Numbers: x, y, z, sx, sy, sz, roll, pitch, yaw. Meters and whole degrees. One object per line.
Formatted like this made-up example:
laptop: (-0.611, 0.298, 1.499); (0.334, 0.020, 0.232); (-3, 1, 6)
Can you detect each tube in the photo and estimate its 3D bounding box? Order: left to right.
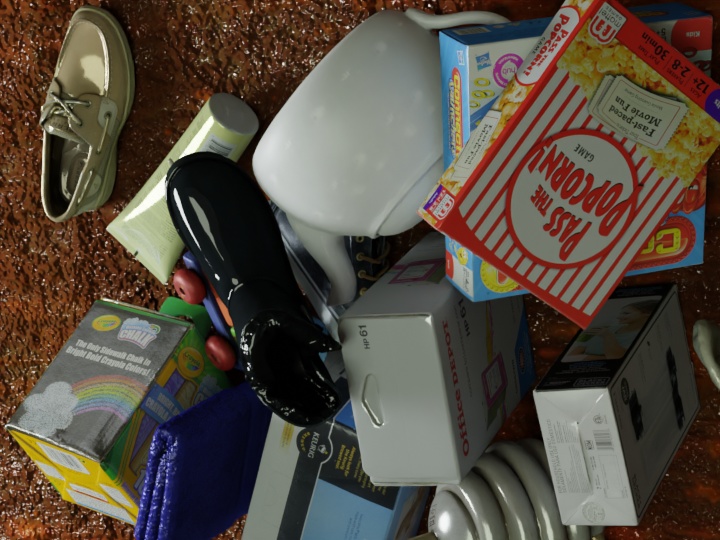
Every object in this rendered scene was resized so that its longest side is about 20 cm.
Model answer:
tube: (-0.161, -0.076, 1.421); (0.200, 0.052, 0.058); (-51, 43, 35)

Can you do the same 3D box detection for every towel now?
towel: (-0.124, 0.164, 1.409); (0.049, 0.200, 0.148); (22, 118, 27)

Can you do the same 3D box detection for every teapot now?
teapot: (0.024, -0.099, 1.240); (0.146, 0.197, 0.200); (41, 154, 5)

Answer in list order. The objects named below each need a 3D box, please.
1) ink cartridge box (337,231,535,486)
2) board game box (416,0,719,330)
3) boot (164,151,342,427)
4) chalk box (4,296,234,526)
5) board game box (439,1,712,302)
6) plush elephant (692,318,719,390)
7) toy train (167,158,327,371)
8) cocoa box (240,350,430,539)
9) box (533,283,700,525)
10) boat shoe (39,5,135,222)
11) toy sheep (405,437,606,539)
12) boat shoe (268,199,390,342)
ink cartridge box: (0.067, 0.066, 1.276); (0.084, 0.200, 0.145); (-2, 110, 27)
board game box: (0.159, -0.080, 1.127); (0.151, 0.046, 0.200); (32, 97, -26)
boot: (-0.080, 0.011, 1.211); (0.076, 0.168, 0.201); (-27, 108, -2)
chalk box: (-0.202, 0.114, 1.445); (0.124, 0.200, 0.124); (14, 146, 33)
board game box: (0.162, -0.090, 1.183); (0.199, 0.056, 0.197); (-10, 112, -16)
plush elephant: (0.348, 0.071, 1.187); (0.200, 0.165, 0.155); (-53, 41, 1)
toy train: (-0.101, -0.001, 1.347); (0.116, 0.085, 0.201); (13, 132, 53)
cocoa box: (-0.012, 0.189, 1.403); (0.131, 0.133, 0.201); (23, 119, 14)
box: (0.204, 0.101, 1.225); (0.060, 0.200, 0.117); (-5, 110, 29)
boat shoe: (-0.254, -0.139, 1.426); (0.072, 0.065, 0.201); (21, 118, 17)
toy sheep: (0.124, 0.202, 1.257); (0.138, 0.199, 0.139); (39, 135, 53)
boat shoe: (0.000, 0.000, 1.356); (0.200, 0.071, 0.091); (50, 126, 2)
